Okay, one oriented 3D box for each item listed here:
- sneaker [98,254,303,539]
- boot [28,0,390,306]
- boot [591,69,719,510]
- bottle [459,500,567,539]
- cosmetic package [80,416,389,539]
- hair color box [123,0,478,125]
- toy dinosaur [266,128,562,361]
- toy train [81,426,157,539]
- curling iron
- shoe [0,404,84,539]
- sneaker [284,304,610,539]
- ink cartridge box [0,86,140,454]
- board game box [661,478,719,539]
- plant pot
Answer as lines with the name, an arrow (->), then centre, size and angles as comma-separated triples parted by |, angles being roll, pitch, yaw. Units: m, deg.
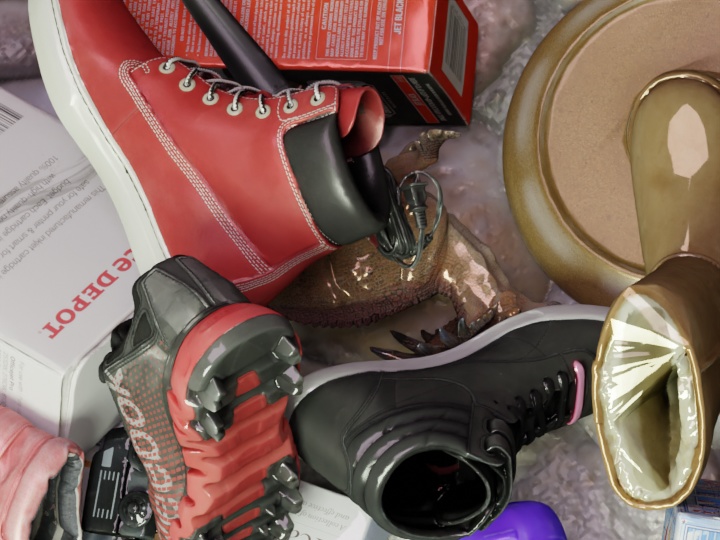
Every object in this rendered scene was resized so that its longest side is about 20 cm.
sneaker -> -0.076, 0.069, 1.330 | 0.071, 0.201, 0.098 | -28, 55, -25
boot -> -0.066, -0.086, 1.355 | 0.144, 0.072, 0.200 | -33, 80, 27
boot -> 0.146, 0.002, 1.300 | 0.066, 0.200, 0.176 | -9, 96, 17
bottle -> 0.087, 0.213, 1.350 | 0.065, 0.084, 0.201 | -14, 73, 0
cosmetic package -> -0.102, 0.160, 1.428 | 0.199, 0.052, 0.151 | 17, 83, 17
hair color box -> -0.048, -0.117, 1.460 | 0.199, 0.102, 0.061 | 3, 77, 15
toy dinosaur -> 0.000, 0.000, 1.431 | 0.199, 0.086, 0.136 | 1, 88, 22
toy train -> -0.127, 0.173, 1.387 | 0.046, 0.034, 0.201 | 5, 78, 19
curling iron -> -0.029, -0.081, 1.383 | 0.200, 0.026, 0.050 | 49, 124, 16
shoe -> -0.199, 0.158, 1.375 | 0.091, 0.071, 0.201 | 22, 102, 21
sneaker -> 0.069, 0.077, 1.355 | 0.199, 0.071, 0.099 | -12, 34, -20
ink cartridge box -> -0.185, -0.006, 1.440 | 0.200, 0.084, 0.145 | 29, 48, 19
board game box -> 0.159, 0.178, 1.277 | 0.061, 0.200, 0.201 | 8, 77, 6
plant pot -> 0.168, -0.066, 1.434 | 0.199, 0.027, 0.201 | -3, 76, 12
